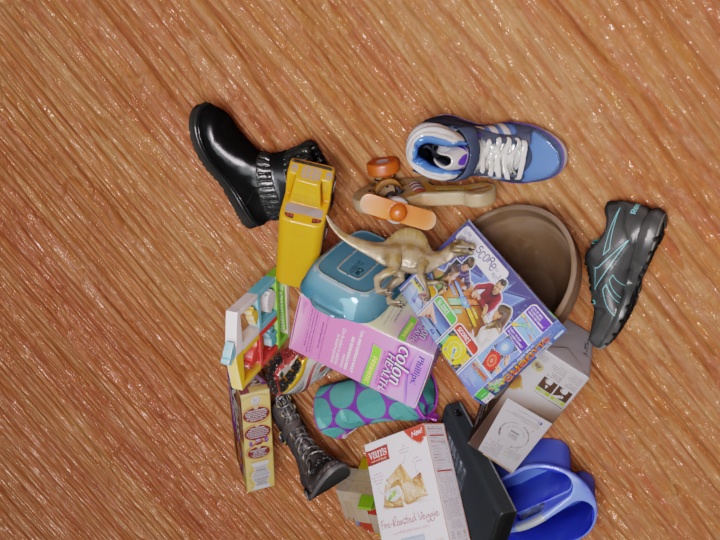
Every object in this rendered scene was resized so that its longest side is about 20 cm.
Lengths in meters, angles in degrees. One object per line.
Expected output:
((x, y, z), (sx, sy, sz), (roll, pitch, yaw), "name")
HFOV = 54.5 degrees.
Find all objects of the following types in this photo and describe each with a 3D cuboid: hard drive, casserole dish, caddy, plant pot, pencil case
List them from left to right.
((0.000, 0.000, 0.965), (0.119, 0.200, 0.039), (26, 125, 16), "casserole dish")
((0.024, 0.212, 1.121), (0.197, 0.085, 0.094), (-18, 90, 29), "pencil case")
((0.165, 0.322, 1.047), (0.032, 0.201, 0.142), (-5, 127, -16), "hard drive")
((0.207, 0.023, 0.927), (0.198, 0.205, 0.092), (-22, 145, 30), "plant pot")
((0.266, 0.353, 1.067), (0.199, 0.105, 0.142), (-38, 96, 32), "caddy")

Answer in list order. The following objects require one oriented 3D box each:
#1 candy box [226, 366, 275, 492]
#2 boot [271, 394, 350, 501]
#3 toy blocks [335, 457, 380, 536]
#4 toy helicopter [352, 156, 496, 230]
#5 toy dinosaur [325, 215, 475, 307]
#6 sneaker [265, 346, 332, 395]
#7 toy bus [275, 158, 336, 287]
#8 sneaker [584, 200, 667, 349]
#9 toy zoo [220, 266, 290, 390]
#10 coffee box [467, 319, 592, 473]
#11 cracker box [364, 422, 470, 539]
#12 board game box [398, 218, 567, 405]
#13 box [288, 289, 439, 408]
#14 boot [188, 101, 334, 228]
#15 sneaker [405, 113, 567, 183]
((-0.190, 0.265, 1.218), (0.055, 0.117, 0.204), (-10, 117, -18), "candy box")
((-0.098, 0.284, 1.156), (0.176, 0.068, 0.200), (61, 154, 14), "boot")
((0.048, 0.415, 1.210), (0.196, 0.101, 0.139), (0, 125, 24), "toy blocks")
((0.081, -0.097, 0.927), (0.196, 0.132, 0.081), (1, 114, 22), "toy helicopter")
((0.047, -0.010, 0.902), (0.195, 0.103, 0.058), (7, 159, 5), "toy dinosaur")
((-0.069, 0.123, 1.135), (0.200, 0.082, 0.078), (-46, 57, 19), "sneaker")
((-0.079, -0.061, 0.967), (0.064, 0.080, 0.201), (13, 147, -1), "toy bus")
((0.331, 0.005, 0.913), (0.078, 0.075, 0.204), (24, 115, 27), "sneaker")
((-0.161, 0.091, 1.077), (0.020, 0.200, 0.134), (10, 118, 18), "toy zoo")
((0.241, 0.170, 0.991), (0.079, 0.115, 0.202), (30, 121, 6), "coffee box")
((0.085, 0.350, 1.070), (0.133, 0.057, 0.204), (-30, 61, 38), "cracker box")
((0.145, 0.046, 0.876), (0.135, 0.201, 0.034), (-43, 137, 12), "board game box")
((0.027, 0.069, 0.999), (0.196, 0.176, 0.098), (23, 123, 11), "box")
((-0.139, -0.165, 1.017), (0.155, 0.080, 0.213), (-12, 123, 33), "boot")
((0.152, -0.138, 0.869), (0.196, 0.147, 0.082), (17, 119, 15), "sneaker")
